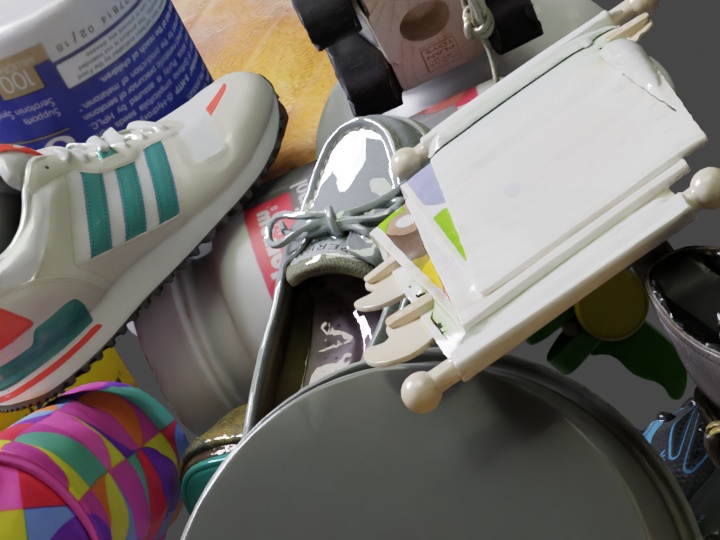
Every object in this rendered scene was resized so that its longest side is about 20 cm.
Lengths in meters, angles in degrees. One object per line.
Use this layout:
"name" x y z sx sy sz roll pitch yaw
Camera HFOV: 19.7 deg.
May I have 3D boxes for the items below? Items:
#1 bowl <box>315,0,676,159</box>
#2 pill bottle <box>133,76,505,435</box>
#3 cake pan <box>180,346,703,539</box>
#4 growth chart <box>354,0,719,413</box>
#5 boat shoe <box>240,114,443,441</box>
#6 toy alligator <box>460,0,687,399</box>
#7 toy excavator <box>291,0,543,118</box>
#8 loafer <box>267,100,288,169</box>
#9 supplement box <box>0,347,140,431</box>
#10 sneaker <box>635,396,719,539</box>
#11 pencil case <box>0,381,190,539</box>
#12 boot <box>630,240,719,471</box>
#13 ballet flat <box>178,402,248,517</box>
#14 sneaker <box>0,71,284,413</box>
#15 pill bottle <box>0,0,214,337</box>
"bowl" 0.054 -0.091 1.068 0.200 0.091 0.202 -21 30 12
"pill bottle" 0.000 0.000 0.950 0.199 0.111 0.111 -24 30 7
"cake pan" 0.019 0.120 0.703 0.199 0.037 0.202 -5 74 16
"growth chart" 0.059 -0.031 0.740 0.144 0.018 0.200 -32 24 13
"boat shoe" -0.009 0.025 0.826 0.074 0.065 0.203 -1 67 36
"toy alligator" 0.068 -0.025 0.854 0.054 0.201 0.059 -29 8 4
"toy excavator" 0.008 -0.168 1.018 0.099 0.195 0.201 -26 58 4
"loafer" -0.117 -0.075 1.221 0.199 0.073 0.071 9 35 40
"supplement box" -0.230 0.071 1.036 0.199 0.110 0.109 -10 34 30
"sneaker" 0.141 0.060 0.775 0.082 0.073 0.200 7 45 44
"pencil case" -0.124 0.101 0.865 0.088 0.089 0.200 -23 4 9
"boot" 0.157 0.083 0.621 0.069 0.175 0.200 -34 29 -12
"ballet flat" 0.014 0.073 0.877 0.199 0.071 0.071 -10 34 30
"sneaker" -0.117 -0.036 0.916 0.200 0.093 0.070 -50 21 -23
"pill bottle" -0.127 -0.068 1.071 0.119 0.201 0.120 -21 30 13
